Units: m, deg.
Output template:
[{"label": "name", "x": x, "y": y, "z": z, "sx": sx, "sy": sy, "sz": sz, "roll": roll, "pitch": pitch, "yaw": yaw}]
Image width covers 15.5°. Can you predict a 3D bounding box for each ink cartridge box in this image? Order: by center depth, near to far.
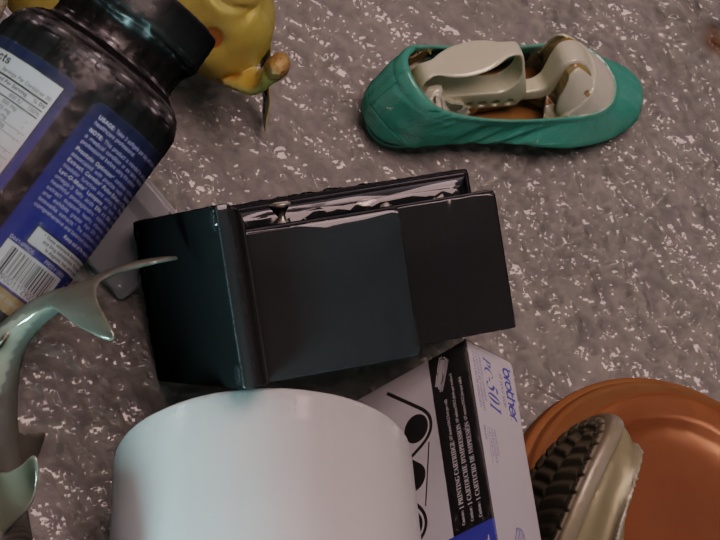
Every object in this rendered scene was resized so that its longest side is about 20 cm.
[{"label": "ink cartridge box", "x": 0.047, "y": 0.146, "z": 1.409, "sx": 0.044, "sy": 0.094, "sz": 0.201, "roll": 28, "pitch": 43, "yaw": -42}]

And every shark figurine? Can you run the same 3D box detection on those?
[{"label": "shark figurine", "x": -0.174, "y": 0.079, "z": 1.361, "sx": 0.128, "sy": 0.215, "sz": 0.089, "roll": 21, "pitch": 14, "yaw": 24}]

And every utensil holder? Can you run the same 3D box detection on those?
[{"label": "utensil holder", "x": -0.047, "y": 0.182, "z": 1.320, "sx": 0.169, "sy": 0.170, "sz": 0.201, "roll": 8, "pitch": 57, "yaw": -19}]

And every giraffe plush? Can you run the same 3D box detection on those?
[{"label": "giraffe plush", "x": -0.133, "y": -0.177, "z": 1.523, "sx": 0.161, "sy": 0.173, "sz": 0.201, "roll": -3, "pitch": 98, "yaw": -12}]

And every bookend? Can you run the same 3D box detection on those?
[{"label": "bookend", "x": 0.000, "y": 0.000, "z": 1.397, "sx": 0.198, "sy": 0.200, "sz": 0.093, "roll": -9, "pitch": 92, "yaw": -16}]

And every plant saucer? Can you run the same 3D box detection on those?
[{"label": "plant saucer", "x": 0.178, "y": 0.148, "z": 1.514, "sx": 0.199, "sy": 0.037, "sz": 0.201, "roll": 11, "pitch": 57, "yaw": -17}]

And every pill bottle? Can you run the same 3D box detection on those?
[{"label": "pill bottle", "x": -0.168, "y": -0.066, "z": 1.398, "sx": 0.112, "sy": 0.112, "sz": 0.200, "roll": 36, "pitch": 84, "yaw": 1}]

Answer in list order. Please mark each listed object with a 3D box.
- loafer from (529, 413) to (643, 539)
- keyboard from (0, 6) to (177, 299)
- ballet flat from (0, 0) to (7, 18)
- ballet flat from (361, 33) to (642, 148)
[{"label": "loafer", "x": 0.112, "y": 0.176, "z": 1.427, "sx": 0.068, "sy": 0.076, "sz": 0.201, "roll": 23, "pitch": 83, "yaw": -20}, {"label": "keyboard", "x": -0.175, "y": -0.077, "z": 1.464, "sx": 0.056, "sy": 0.011, "sz": 0.200, "roll": -39, "pitch": 99, "yaw": 5}, {"label": "ballet flat", "x": -0.256, "y": -0.090, "z": 1.411, "sx": 0.200, "sy": 0.067, "sz": 0.062, "roll": -39, "pitch": 55, "yaw": 0}, {"label": "ballet flat", "x": 0.099, "y": -0.111, "z": 1.610, "sx": 0.199, "sy": 0.070, "sz": 0.068, "roll": -6, "pitch": 64, "yaw": -26}]
